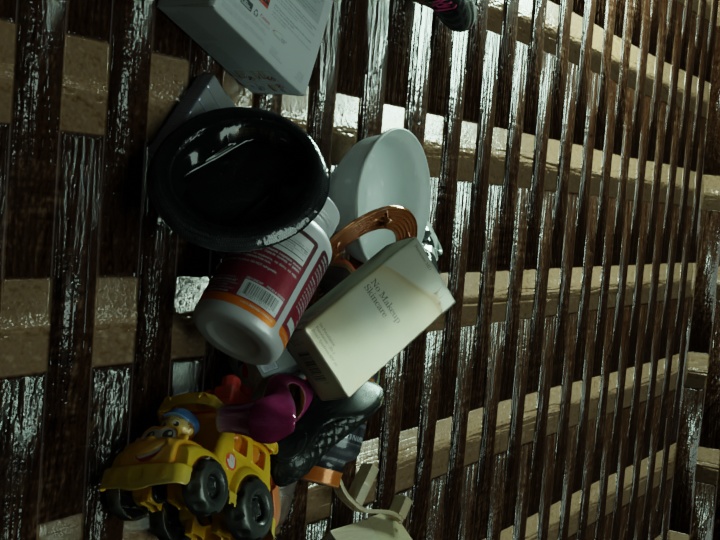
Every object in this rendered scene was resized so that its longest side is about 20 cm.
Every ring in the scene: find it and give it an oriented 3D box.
[{"bbox_3d":[0.000,0.000,1.457,0.200,0.019,0.201,-33,151,-21],"label":"ring"}]

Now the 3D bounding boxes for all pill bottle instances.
[{"bbox_3d":[-0.102,0.000,1.310,0.201,0.112,0.113,-62,143,-29],"label":"pill bottle"},{"bbox_3d":[-0.040,0.186,1.512,0.106,0.106,0.202,29,71,-56],"label":"pill bottle"}]

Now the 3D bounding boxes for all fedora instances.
[{"bbox_3d":[-0.134,-0.083,1.235,0.201,0.200,0.092,-60,174,-33],"label":"fedora"}]

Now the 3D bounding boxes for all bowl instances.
[{"bbox_3d":[0.013,-0.097,1.558,0.201,0.090,0.203,-15,108,-57],"label":"bowl"}]

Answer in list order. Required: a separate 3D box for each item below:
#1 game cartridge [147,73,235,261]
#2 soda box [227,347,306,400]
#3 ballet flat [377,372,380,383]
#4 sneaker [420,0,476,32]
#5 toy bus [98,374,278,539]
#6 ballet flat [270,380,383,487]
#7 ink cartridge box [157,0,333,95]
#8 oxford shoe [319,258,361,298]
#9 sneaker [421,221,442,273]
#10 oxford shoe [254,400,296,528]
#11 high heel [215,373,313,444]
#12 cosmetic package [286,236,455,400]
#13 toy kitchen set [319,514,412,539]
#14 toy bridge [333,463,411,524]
[{"bbox_3d":[-0.165,-0.116,1.322,0.201,0.038,0.130,61,42,-44],"label":"game cartridge"},{"bbox_3d":[-0.062,0.092,1.411,0.199,0.064,0.068,-19,156,-32],"label":"soda box"},{"bbox_3d":[0.004,0.089,1.610,0.071,0.070,0.202,14,84,-58],"label":"ballet flat"},{"bbox_3d":[0.106,-0.417,1.667,0.200,0.073,0.088,53,51,-42],"label":"sneaker"},{"bbox_3d":[-0.180,0.203,1.280,0.200,0.135,0.193,45,45,-49],"label":"toy bus"},{"bbox_3d":[-0.045,0.197,1.416,0.200,0.066,0.057,-33,147,-38],"label":"ballet flat"},{"bbox_3d":[-0.120,-0.327,1.303,0.200,0.083,0.177,39,64,-55],"label":"ink cartridge box"},{"bbox_3d":[-0.046,0.017,1.506,0.200,0.071,0.073,16,87,-58],"label":"oxford shoe"},{"bbox_3d":[0.075,-0.034,1.666,0.200,0.074,0.089,-76,147,-71],"label":"sneaker"},{"bbox_3d":[-0.114,0.232,1.440,0.073,0.071,0.202,-4,103,-63],"label":"oxford shoe"},{"bbox_3d":[-0.076,0.156,1.282,0.200,0.095,0.068,5,86,-66],"label":"high heel"},{"bbox_3d":[0.010,0.058,1.368,0.200,0.073,0.104,-40,102,-29],"label":"cosmetic package"},{"bbox_3d":[0.009,0.486,1.612,0.163,0.200,0.180,-47,156,22],"label":"toy kitchen set"},{"bbox_3d":[0.001,0.309,1.616,0.200,0.027,0.067,47,55,-28],"label":"toy bridge"}]
